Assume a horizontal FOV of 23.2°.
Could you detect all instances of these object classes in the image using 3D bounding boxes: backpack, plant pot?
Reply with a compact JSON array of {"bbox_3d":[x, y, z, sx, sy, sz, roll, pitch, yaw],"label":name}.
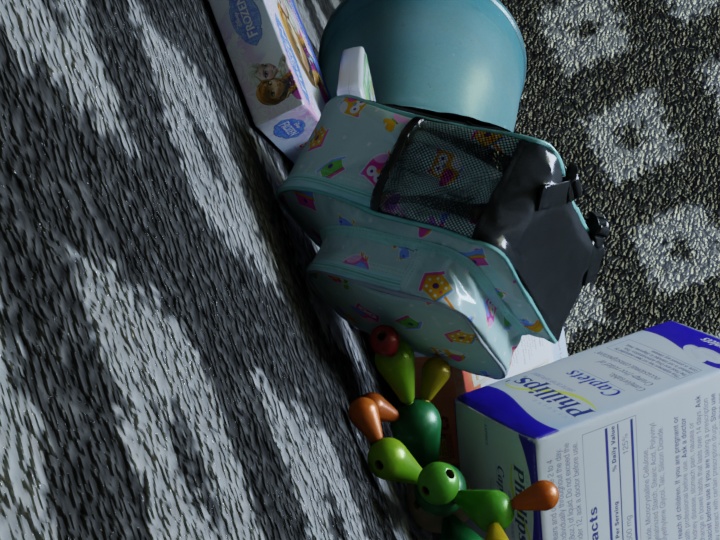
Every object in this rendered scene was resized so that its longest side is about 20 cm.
[{"bbox_3d":[0.042,-0.028,1.184,0.199,0.154,0.176,27,-10,31],"label":"backpack"},{"bbox_3d":[0.050,-0.138,1.591,0.189,0.198,0.201,-82,150,-52],"label":"plant pot"}]

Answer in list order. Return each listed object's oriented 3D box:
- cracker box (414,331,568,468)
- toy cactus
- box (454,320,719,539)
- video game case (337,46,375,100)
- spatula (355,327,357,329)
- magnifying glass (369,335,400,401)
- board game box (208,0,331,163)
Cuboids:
[{"bbox_3d":[0.099,0.066,1.376,0.200,0.057,0.135,-18,99,-60],"label":"cracker box"},{"bbox_3d":[0.058,0.138,1.151,0.201,0.102,0.165,58,-5,14],"label":"toy cactus"},{"bbox_3d":[0.178,0.156,1.239,0.105,0.198,0.186,26,-53,56],"label":"box"},{"bbox_3d":[0.011,-0.074,1.399,0.200,0.022,0.184,-89,168,-74],"label":"video game case"},{"bbox_3d":[0.000,0.000,1.376,0.200,0.020,0.057,-75,146,-81],"label":"spatula"},{"bbox_3d":[0.047,0.114,1.386,0.080,0.022,0.201,-34,99,-83],"label":"magnifying glass"},{"bbox_3d":[-0.072,-0.181,1.334,0.199,0.041,0.202,39,29,-76],"label":"board game box"}]
